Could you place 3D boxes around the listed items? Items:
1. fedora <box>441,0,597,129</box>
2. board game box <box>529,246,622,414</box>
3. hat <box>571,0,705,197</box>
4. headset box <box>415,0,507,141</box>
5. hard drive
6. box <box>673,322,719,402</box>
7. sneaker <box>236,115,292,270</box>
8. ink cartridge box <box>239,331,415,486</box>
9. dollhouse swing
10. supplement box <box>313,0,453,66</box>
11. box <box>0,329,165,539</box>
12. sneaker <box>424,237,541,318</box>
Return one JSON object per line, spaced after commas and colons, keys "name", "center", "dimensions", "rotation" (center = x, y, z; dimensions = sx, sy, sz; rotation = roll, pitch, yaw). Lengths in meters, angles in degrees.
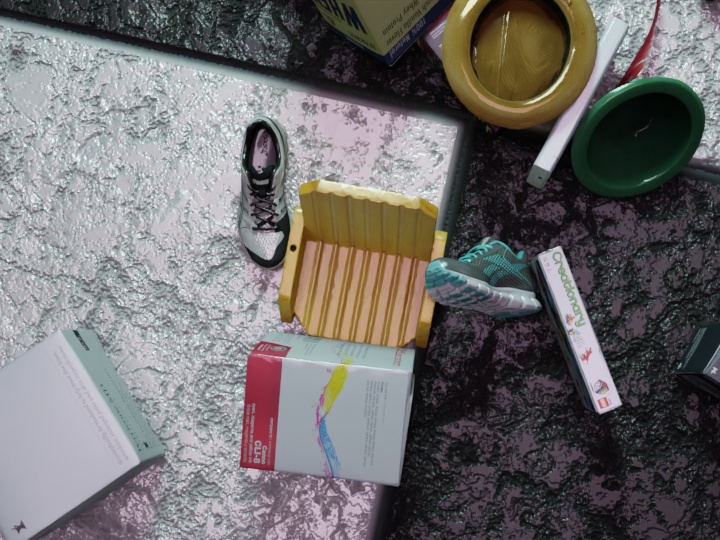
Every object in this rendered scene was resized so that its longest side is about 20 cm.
{"name": "fedora", "center": [0.190, -0.264, 1.251], "dimensions": [0.198, 0.082, 0.203], "rotation": [0, 82, 3]}
{"name": "board game box", "center": [0.263, 0.074, 1.276], "dimensions": [0.034, 0.126, 0.202], "rotation": [-20, 85, 3]}
{"name": "hat", "center": [0.341, -0.217, 1.338], "dimensions": [0.198, 0.177, 0.166], "rotation": [-23, 129, 5]}
{"name": "headset box", "center": [0.169, -0.296, 1.334], "dimensions": [0.148, 0.077, 0.201], "rotation": [-37, 86, 1]}
{"name": "hard drive", "center": [0.270, -0.204, 1.291], "dimensions": [0.026, 0.132, 0.202], "rotation": [28, 88, 7]}
{"name": "box", "center": [0.499, 0.145, 1.247], "dimensions": [0.199, 0.141, 0.079], "rotation": [32, 89, 5]}
{"name": "sneaker", "center": [-0.131, -0.101, 1.337], "dimensions": [0.075, 0.088, 0.203], "rotation": [-5, 87, 2]}
{"name": "ink cartridge box", "center": [-0.035, 0.167, 1.273], "dimensions": [0.197, 0.145, 0.147], "rotation": [6, 96, 5]}
{"name": "dollhouse swing", "center": [0.000, 0.000, 1.276], "dimensions": [0.197, 0.176, 0.184], "rotation": [11, 87, 4]}
{"name": "supplement box", "center": [0.026, -0.404, 1.254], "dimensions": [0.200, 0.200, 0.134], "rotation": [-46, 51, -5]}
{"name": "box", "center": [-0.391, 0.210, 1.312], "dimensions": [0.199, 0.131, 0.200], "rotation": [-33, 85, 1]}
{"name": "sneaker", "center": [0.148, 0.001, 1.280], "dimensions": [0.077, 0.199, 0.092], "rotation": [-16, 69, 39]}
